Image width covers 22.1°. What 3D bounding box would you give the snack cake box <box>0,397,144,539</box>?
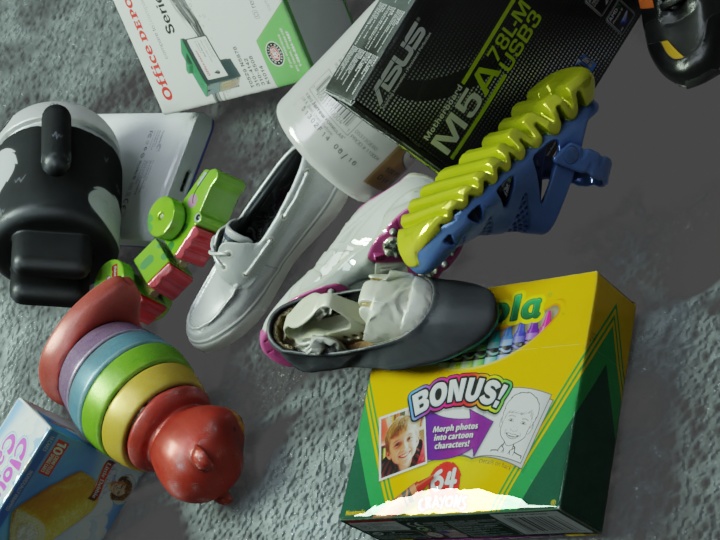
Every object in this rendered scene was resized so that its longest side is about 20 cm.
[{"bbox_3d":[-0.288,0.223,1.566,0.067,0.115,0.201,31,90,49],"label":"snack cake box"}]

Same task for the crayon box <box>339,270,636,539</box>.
[{"bbox_3d":[0.089,0.100,1.311,0.199,0.058,0.174,-10,59,41],"label":"crayon box"}]

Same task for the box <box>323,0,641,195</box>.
[{"bbox_3d":[0.096,-0.167,1.369,0.047,0.193,0.201,32,89,49],"label":"box"}]

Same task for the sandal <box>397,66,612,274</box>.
[{"bbox_3d":[0.113,-0.059,1.333,0.200,0.087,0.079,-40,17,-15],"label":"sandal"}]

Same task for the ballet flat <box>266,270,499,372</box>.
[{"bbox_3d":[0.007,0.036,1.342,0.199,0.073,0.074,-11,59,42],"label":"ballet flat"}]

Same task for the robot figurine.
[{"bbox_3d":[-0.282,-0.062,1.687,0.150,0.125,0.201,-30,45,30],"label":"robot figurine"}]

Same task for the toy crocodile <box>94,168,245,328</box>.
[{"bbox_3d":[-0.170,-0.005,1.630,0.200,0.067,0.062,-50,47,12],"label":"toy crocodile"}]

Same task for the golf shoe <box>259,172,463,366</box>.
[{"bbox_3d":[0.000,0.000,1.466,0.200,0.075,0.092,-37,29,19],"label":"golf shoe"}]

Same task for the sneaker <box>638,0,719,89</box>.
[{"bbox_3d":[0.222,-0.228,1.360,0.070,0.090,0.201,-24,50,32],"label":"sneaker"}]

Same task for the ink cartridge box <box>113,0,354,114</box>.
[{"bbox_3d":[-0.116,-0.232,1.646,0.199,0.147,0.084,-9,20,41],"label":"ink cartridge box"}]

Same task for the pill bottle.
[{"bbox_3d":[0.037,-0.161,1.484,0.200,0.114,0.115,-45,42,15],"label":"pill bottle"}]

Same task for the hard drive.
[{"bbox_3d":[-0.232,-0.088,1.773,0.199,0.025,0.133,4,69,46],"label":"hard drive"}]

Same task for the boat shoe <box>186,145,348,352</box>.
[{"bbox_3d":[-0.091,-0.020,1.557,0.200,0.068,0.072,-47,42,12],"label":"boat shoe"}]

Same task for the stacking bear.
[{"bbox_3d":[-0.169,0.116,1.523,0.113,0.122,0.200,-36,50,-20],"label":"stacking bear"}]
